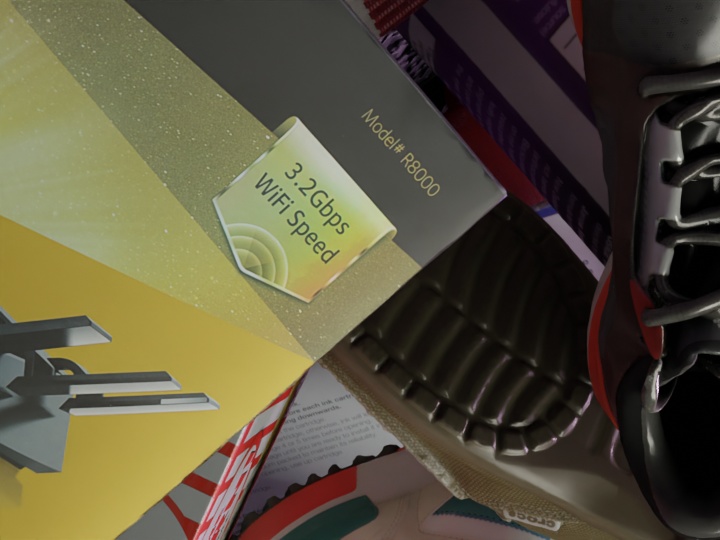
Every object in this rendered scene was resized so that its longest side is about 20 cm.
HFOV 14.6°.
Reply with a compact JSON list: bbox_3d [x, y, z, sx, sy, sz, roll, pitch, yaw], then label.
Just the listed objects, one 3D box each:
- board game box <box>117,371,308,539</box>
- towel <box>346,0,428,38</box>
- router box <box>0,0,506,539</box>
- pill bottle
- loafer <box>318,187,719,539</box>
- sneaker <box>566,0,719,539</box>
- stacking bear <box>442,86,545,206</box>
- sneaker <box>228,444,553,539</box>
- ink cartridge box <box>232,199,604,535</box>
[{"bbox_3d":[-0.069,0.082,0.819,0.200,0.046,0.152,-16,131,-87],"label":"board game box"},{"bbox_3d":[-0.043,-0.087,0.724,0.200,0.023,0.144,-39,146,-6],"label":"towel"},{"bbox_3d":[-0.094,-0.038,0.538,0.157,0.200,0.052,-42,-155,3],"label":"router box"},{"bbox_3d":[0.098,-0.055,0.826,0.111,0.200,0.111,-35,161,-14],"label":"pill bottle"},{"bbox_3d":[0.048,0.038,0.803,0.076,0.200,0.067,-57,-167,-24],"label":"loafer"},{"bbox_3d":[0.093,-0.018,0.696,0.077,0.082,0.200,-4,125,3],"label":"sneaker"},{"bbox_3d":[0.045,0.015,1.037,0.114,0.121,0.200,-29,151,-25],"label":"stacking bear"},{"bbox_3d":[0.059,0.083,0.875,0.200,0.093,0.070,-28,146,-8],"label":"sneaker"},{"bbox_3d":[0.023,0.062,0.981,0.199,0.041,0.200,-16,127,16],"label":"ink cartridge box"}]
